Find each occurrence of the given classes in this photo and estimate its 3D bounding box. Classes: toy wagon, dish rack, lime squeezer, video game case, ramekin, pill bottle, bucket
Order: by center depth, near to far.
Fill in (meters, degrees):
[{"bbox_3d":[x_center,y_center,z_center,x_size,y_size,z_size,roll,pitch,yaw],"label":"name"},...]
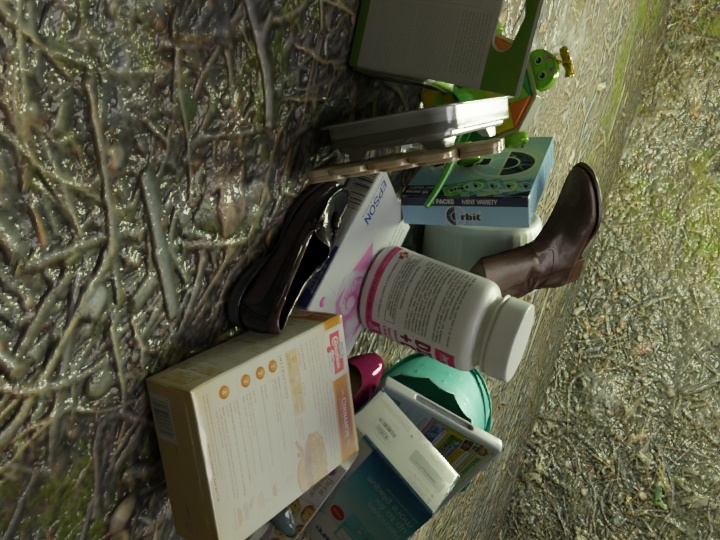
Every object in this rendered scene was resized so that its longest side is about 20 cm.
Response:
[{"bbox_3d":[0.068,-0.156,0.703,0.198,0.167,0.045,-26,110,-54],"label":"dish rack"},{"bbox_3d":[0.106,0.053,0.792,0.113,0.196,0.116,-43,144,-43],"label":"pill bottle"},{"bbox_3d":[0.111,-0.181,0.799,0.038,0.068,0.207,109,-19,-81],"label":"lime squeezer"},{"bbox_3d":[0.171,-0.233,0.819,0.039,0.196,0.160,-6,81,-56],"label":"toy wagon"},{"bbox_3d":[0.069,0.250,0.887,0.202,0.179,0.022,-58,-176,38],"label":"video game case"},{"bbox_3d":[0.186,-0.039,0.986,0.199,0.196,0.101,-29,126,-52],"label":"ramekin"},{"bbox_3d":[0.106,0.230,0.999,0.134,0.202,0.214,-33,136,-61],"label":"bucket"}]

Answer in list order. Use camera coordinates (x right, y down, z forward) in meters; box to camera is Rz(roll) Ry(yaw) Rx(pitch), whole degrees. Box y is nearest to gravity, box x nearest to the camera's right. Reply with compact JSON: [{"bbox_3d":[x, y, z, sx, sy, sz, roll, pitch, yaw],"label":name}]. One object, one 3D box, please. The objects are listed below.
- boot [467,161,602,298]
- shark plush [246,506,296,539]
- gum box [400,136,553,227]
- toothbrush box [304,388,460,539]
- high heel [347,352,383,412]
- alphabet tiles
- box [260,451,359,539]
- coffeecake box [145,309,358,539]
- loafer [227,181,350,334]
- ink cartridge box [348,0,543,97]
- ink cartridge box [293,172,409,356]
[{"bbox_3d":[0.219,-0.034,0.847,0.195,0.064,0.192,-16,122,-22],"label":"boot"},{"bbox_3d":[-0.124,0.233,0.706,0.081,0.091,0.205,-15,130,-23],"label":"shark plush"},{"bbox_3d":[0.164,-0.125,0.872,0.201,0.165,0.046,-53,140,-51],"label":"gum box"},{"bbox_3d":[0.008,0.278,0.814,0.085,0.147,0.201,-27,159,-52],"label":"toothbrush box"},{"bbox_3d":[-0.039,0.136,0.787,0.197,0.067,0.098,-26,142,-32],"label":"high heel"},{"bbox_3d":[0.048,-0.112,0.656,0.196,0.194,0.015,-43,125,-70],"label":"alphabet tiles"},{"bbox_3d":[-0.068,0.280,0.779,0.202,0.041,0.039,-57,170,29],"label":"box"},{"bbox_3d":[-0.095,0.145,0.630,0.198,0.071,0.159,-23,110,-48],"label":"coffeecake box"},{"bbox_3d":[-0.058,-0.013,0.673,0.202,0.062,0.073,-55,148,-29],"label":"loafer"},{"bbox_3d":[0.099,-0.263,0.664,0.075,0.196,0.152,-7,114,-60],"label":"ink cartridge box"},{"bbox_3d":[0.000,0.000,0.818,0.200,0.042,0.201,-63,151,-17],"label":"ink cartridge box"}]
